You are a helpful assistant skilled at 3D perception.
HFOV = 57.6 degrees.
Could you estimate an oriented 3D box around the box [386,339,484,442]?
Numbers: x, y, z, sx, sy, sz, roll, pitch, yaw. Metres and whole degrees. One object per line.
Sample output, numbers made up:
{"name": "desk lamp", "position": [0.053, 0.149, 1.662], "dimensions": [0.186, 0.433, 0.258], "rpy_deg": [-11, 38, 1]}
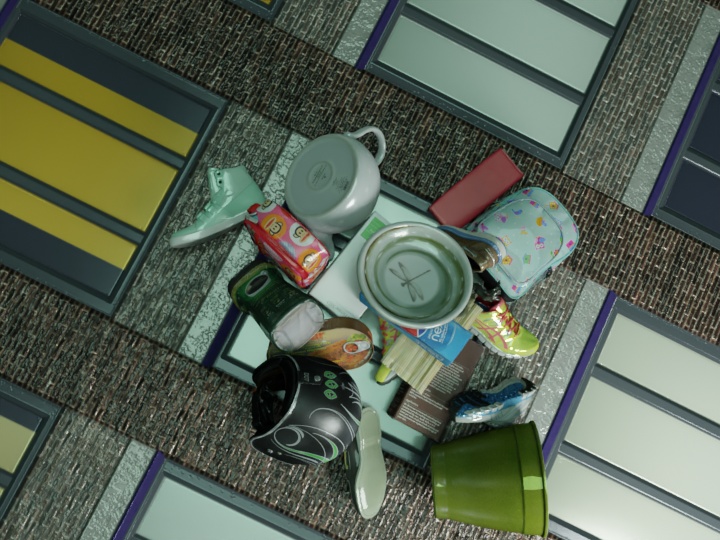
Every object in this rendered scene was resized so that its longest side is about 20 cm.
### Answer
{"name": "box", "position": [0.140, 0.208, 1.240], "dimensions": [0.100, 0.075, 0.200], "rpy_deg": [30, 83, -6]}

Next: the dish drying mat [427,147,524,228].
{"name": "dish drying mat", "position": [0.233, -0.159, 1.319], "dimensions": [0.200, 0.018, 0.077], "rpy_deg": [-40, 89, -9]}

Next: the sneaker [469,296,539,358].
{"name": "sneaker", "position": [0.260, 0.094, 1.245], "dimensions": [0.200, 0.090, 0.078], "rpy_deg": [29, 44, -2]}

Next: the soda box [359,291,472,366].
{"name": "soda box", "position": [0.094, 0.082, 1.157], "dimensions": [0.200, 0.068, 0.064], "rpy_deg": [36, 79, 9]}

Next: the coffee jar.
{"name": "coffee jar", "position": [-0.158, 0.058, 1.179], "dimensions": [0.104, 0.200, 0.085], "rpy_deg": [-42, 132, -11]}

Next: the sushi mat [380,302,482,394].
{"name": "sushi mat", "position": [0.131, 0.117, 1.192], "dimensions": [0.096, 0.012, 0.200], "rpy_deg": [36, 76, 8]}

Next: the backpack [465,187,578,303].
{"name": "backpack", "position": [0.309, -0.060, 1.249], "dimensions": [0.200, 0.153, 0.176], "rpy_deg": [-38, 80, -11]}

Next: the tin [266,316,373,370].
{"name": "tin", "position": [-0.075, 0.141, 1.205], "dimensions": [0.200, 0.112, 0.042], "rpy_deg": [-10, 43, 9]}

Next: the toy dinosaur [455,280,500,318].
{"name": "toy dinosaur", "position": [0.205, 0.038, 1.170], "dimensions": [0.088, 0.200, 0.048], "rpy_deg": [-1, 118, 14]}

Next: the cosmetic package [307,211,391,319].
{"name": "cosmetic package", "position": [0.000, 0.000, 1.247], "dimensions": [0.108, 0.085, 0.200], "rpy_deg": [38, 81, -4]}

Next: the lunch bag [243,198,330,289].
{"name": "lunch bag", "position": [-0.140, -0.055, 1.183], "dimensions": [0.176, 0.200, 0.082], "rpy_deg": [44, 81, 4]}

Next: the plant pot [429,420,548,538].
{"name": "plant pot", "position": [0.224, 0.378, 1.183], "dimensions": [0.193, 0.200, 0.201], "rpy_deg": [-4, 84, 6]}

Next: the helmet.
{"name": "helmet", "position": [-0.092, 0.248, 1.153], "dimensions": [0.191, 0.200, 0.200], "rpy_deg": [32, 80, -37]}

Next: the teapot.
{"name": "teapot", "position": [-0.034, -0.154, 1.235], "dimensions": [0.200, 0.146, 0.198], "rpy_deg": [-26, 62, 24]}

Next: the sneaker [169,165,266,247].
{"name": "sneaker", "position": [-0.287, -0.126, 1.240], "dimensions": [0.200, 0.074, 0.118], "rpy_deg": [-28, 93, -17]}

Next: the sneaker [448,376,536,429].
{"name": "sneaker", "position": [0.247, 0.265, 1.219], "dimensions": [0.200, 0.075, 0.087], "rpy_deg": [-7, 112, -31]}

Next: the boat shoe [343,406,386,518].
{"name": "boat shoe", "position": [0.003, 0.355, 1.223], "dimensions": [0.072, 0.061, 0.202], "rpy_deg": [2, 85, -40]}

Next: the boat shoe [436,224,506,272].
{"name": "boat shoe", "position": [0.168, -0.035, 1.198], "dimensions": [0.072, 0.200, 0.072], "rpy_deg": [-39, 114, -27]}

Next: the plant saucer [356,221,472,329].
{"name": "plant saucer", "position": [0.090, 0.013, 1.118], "dimensions": [0.200, 0.050, 0.200], "rpy_deg": [4, 64, -8]}

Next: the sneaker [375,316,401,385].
{"name": "sneaker", "position": [0.067, 0.121, 1.243], "dimensions": [0.090, 0.078, 0.200], "rpy_deg": [26, 75, 5]}
